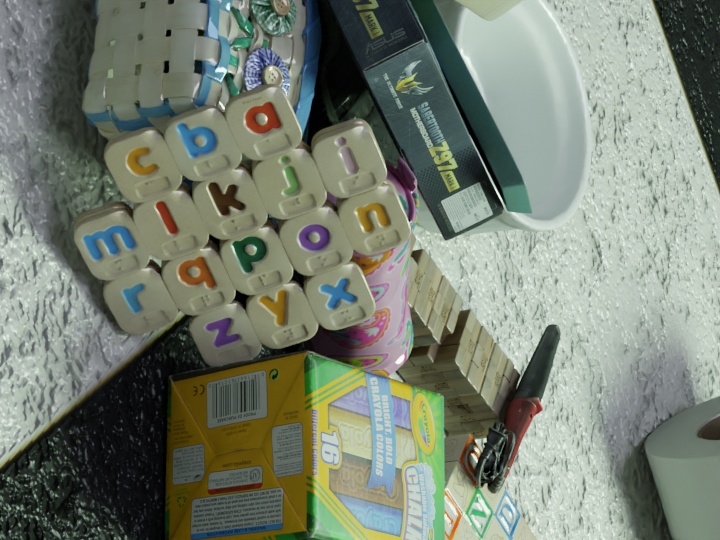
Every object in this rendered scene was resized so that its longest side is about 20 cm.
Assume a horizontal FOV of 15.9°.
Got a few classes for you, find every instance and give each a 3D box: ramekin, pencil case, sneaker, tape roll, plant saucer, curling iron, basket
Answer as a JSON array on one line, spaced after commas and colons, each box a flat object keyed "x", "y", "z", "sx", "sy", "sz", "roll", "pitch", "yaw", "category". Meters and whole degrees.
[{"x": 0.088, "y": -0.122, "z": 1.982, "sx": 0.200, "sy": 0.098, "sz": 0.201, "roll": 21, "pitch": 64, "yaw": -52, "category": "ramekin"}, {"x": 0.000, "y": 0.000, "z": 1.747, "sx": 0.200, "sy": 0.087, "sz": 0.088, "roll": 92, "pitch": 8, "yaw": -59, "category": "pencil case"}, {"x": -0.011, "y": -0.124, "z": 1.874, "sx": 0.104, "sy": 0.060, "sz": 0.200, "roll": -19, "pitch": 100, "yaw": -58, "category": "sneaker"}, {"x": 0.357, "y": 0.187, "z": 2.199, "sx": 0.203, "sy": 0.202, "sz": 0.139, "roll": -32, "pitch": 108, "yaw": -55, "category": "tape roll"}, {"x": 0.066, "y": -0.130, "z": 1.756, "sx": 0.200, "sy": 0.019, "sz": 0.070, "roll": 64, "pitch": 1, "yaw": 18, "category": "plant saucer"}, {"x": 0.124, "y": 0.099, "z": 1.926, "sx": 0.200, "sy": 0.026, "sz": 0.050, "roll": -57, "pitch": 164, "yaw": -54, "category": "curling iron"}, {"x": -0.087, "y": -0.122, "z": 1.681, "sx": 0.200, "sy": 0.139, "sz": 0.177, "roll": 34, "pitch": 56, "yaw": -60, "category": "basket"}]

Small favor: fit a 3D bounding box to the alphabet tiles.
[{"x": -0.074, "y": -0.026, "z": 1.621, "sx": 0.015, "sy": 0.200, "sz": 0.196, "roll": -99, "pitch": 168, "yaw": -51, "category": "alphabet tiles"}]

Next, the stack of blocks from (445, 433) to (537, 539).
[{"x": 0.051, "y": 0.229, "z": 1.855, "sx": 0.115, "sy": 0.058, "sz": 0.200, "roll": 58, "pitch": 39, "yaw": -28, "category": "stack of blocks"}]

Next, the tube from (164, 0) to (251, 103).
[{"x": -0.087, "y": -0.185, "z": 1.791, "sx": 0.077, "sy": 0.050, "sz": 0.200, "roll": 26, "pitch": 61, "yaw": -26, "category": "tube"}]

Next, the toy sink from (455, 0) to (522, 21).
[{"x": 0.046, "y": -0.271, "z": 1.653, "sx": 0.200, "sy": 0.112, "sz": 0.131, "roll": 28, "pitch": 40, "yaw": -42, "category": "toy sink"}]

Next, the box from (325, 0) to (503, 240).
[{"x": 0.025, "y": -0.137, "z": 1.726, "sx": 0.158, "sy": 0.051, "sz": 0.200, "roll": 65, "pitch": 1, "yaw": 39, "category": "box"}]

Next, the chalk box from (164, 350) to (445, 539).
[{"x": -0.022, "y": 0.140, "z": 1.714, "sx": 0.200, "sy": 0.124, "sz": 0.124, "roll": 22, "pitch": 63, "yaw": -50, "category": "chalk box"}]

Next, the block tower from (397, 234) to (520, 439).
[{"x": 0.049, "y": 0.044, "z": 1.913, "sx": 0.200, "sy": 0.054, "sz": 0.058, "roll": 53, "pitch": 42, "yaw": -34, "category": "block tower"}]
